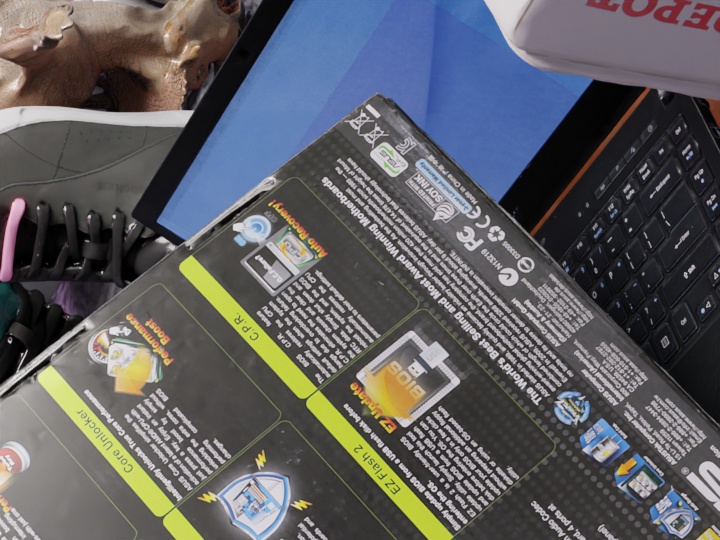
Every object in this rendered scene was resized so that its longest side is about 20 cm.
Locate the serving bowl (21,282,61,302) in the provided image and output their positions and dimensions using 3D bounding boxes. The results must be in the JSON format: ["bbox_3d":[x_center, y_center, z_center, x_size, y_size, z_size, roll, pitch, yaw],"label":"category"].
[{"bbox_3d":[-0.198,-0.063,1.041,0.066,0.200,0.201,-21,65,28],"label":"serving bowl"}]

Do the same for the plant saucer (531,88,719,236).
[{"bbox_3d":[0.085,-0.006,0.722,0.200,0.032,0.201,-15,72,56],"label":"plant saucer"}]

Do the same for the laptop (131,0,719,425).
[{"bbox_3d":[0.029,0.006,0.685,0.177,0.103,0.200,-54,43,39],"label":"laptop"}]

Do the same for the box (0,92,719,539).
[{"bbox_3d":[-0.001,0.077,0.606,0.200,0.193,0.048,45,166,19],"label":"box"}]

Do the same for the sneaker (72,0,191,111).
[{"bbox_3d":[-0.104,-0.145,1.004,0.200,0.080,0.089,-55,37,30],"label":"sneaker"}]

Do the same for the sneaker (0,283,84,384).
[{"bbox_3d":[-0.148,0.031,0.926,0.199,0.121,0.084,6,56,18],"label":"sneaker"}]

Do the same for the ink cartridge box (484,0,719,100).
[{"bbox_3d":[0.126,-0.147,0.576,0.200,0.145,0.084,-58,40,34],"label":"ink cartridge box"}]

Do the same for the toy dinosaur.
[{"bbox_3d":[-0.152,-0.073,0.942,0.200,0.136,0.086,-22,53,12],"label":"toy dinosaur"}]

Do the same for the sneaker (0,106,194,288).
[{"bbox_3d":[-0.096,-0.013,0.865,0.099,0.200,0.071,46,131,38],"label":"sneaker"}]
